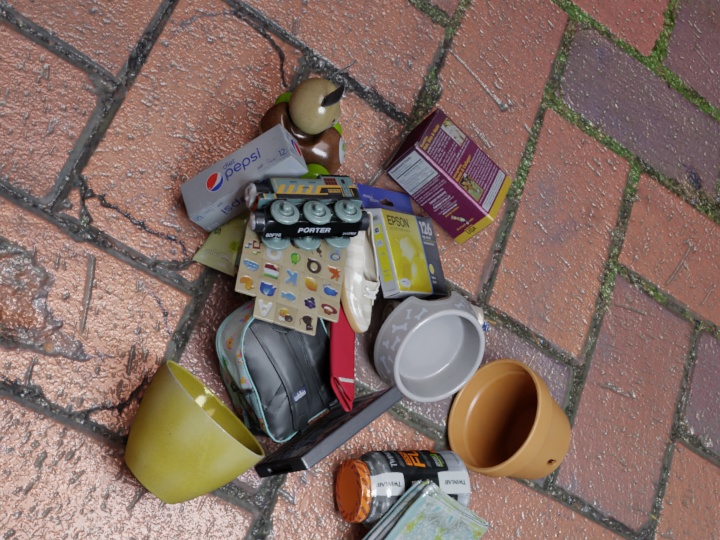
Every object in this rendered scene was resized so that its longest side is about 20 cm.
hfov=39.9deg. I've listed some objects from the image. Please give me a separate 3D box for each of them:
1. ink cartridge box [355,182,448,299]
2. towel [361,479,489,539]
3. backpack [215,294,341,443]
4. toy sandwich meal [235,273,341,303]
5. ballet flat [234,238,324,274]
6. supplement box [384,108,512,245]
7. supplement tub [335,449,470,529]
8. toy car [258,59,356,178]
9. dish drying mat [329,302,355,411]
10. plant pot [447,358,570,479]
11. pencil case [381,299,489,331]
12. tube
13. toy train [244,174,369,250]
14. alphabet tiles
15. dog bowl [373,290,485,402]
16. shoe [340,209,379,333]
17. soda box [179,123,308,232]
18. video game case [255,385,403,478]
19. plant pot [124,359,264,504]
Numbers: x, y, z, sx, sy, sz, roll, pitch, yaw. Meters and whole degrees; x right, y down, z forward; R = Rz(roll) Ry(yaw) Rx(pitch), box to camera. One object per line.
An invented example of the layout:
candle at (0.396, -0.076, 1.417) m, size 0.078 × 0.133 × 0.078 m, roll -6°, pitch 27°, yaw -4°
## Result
ink cartridge box at (0.077, -0.051, 1.721) m, size 0.197 × 0.046 × 0.203 m, roll 4°, pitch 73°, yaw -60°
towel at (0.090, 0.434, 1.552) m, size 0.200 × 0.048 × 0.171 m, roll -48°, pitch 125°, yaw 6°
backpack at (-0.131, 0.137, 1.532) m, size 0.175 × 0.152 × 0.203 m, roll -30°, pitch 115°, yaw -30°
toy sandwich meal at (-0.108, 0.009, 1.639) m, size 0.202 × 0.070 × 0.209 m, roll 9°, pitch 71°, yaw -26°
ballet flat at (-0.103, -0.028, 1.576) m, size 0.197 × 0.076 × 0.068 m, roll -8°, pitch 54°, yaw -25°
supplement box at (0.162, -0.170, 1.806) m, size 0.200 × 0.103 × 0.131 m, roll 43°, pitch 47°, yaw -11°
supplement tub at (0.068, 0.353, 1.602) m, size 0.197 × 0.122 × 0.125 m, roll 4°, pitch 73°, yaw -28°
toy car at (-0.063, -0.256, 1.641) m, size 0.156 × 0.200 × 0.166 m, roll 30°, pitch 41°, yaw -17°
dish drying mat at (-0.028, 0.125, 1.541) m, size 0.201 × 0.018 × 0.077 m, roll -89°, pitch 155°, yaw -55°
plant pot at (0.268, 0.271, 1.708) m, size 0.139 × 0.198 × 0.203 m, roll 32°, pitch 61°, yaw -35°
pencil case at (0.127, 0.096, 1.736) m, size 0.197 × 0.078 × 0.091 m, roll 1°, pitch 60°, yaw -28°
tube at (-0.197, -0.085, 1.631) m, size 0.052 × 0.058 × 0.202 m, roll 44°, pitch 60°, yaw -33°
toy train at (-0.084, -0.094, 1.527) m, size 0.197 × 0.086 × 0.115 m, roll -2°, pitch 49°, yaw -25°
alphabet tiles at (-0.104, -0.001, 1.509) m, size 0.164 × 0.006 × 0.203 m, roll 18°, pitch 54°, yaw -17°
dog bowl at (0.123, 0.133, 1.670) m, size 0.197 × 0.059 × 0.203 m, roll -13°, pitch 122°, yaw -21°
shoe at (0.000, 0.000, 1.611) m, size 0.070 × 0.053 × 0.204 m, roll -3°, pitch 88°, yaw -65°
soda box at (-0.185, -0.145, 1.569) m, size 0.063 × 0.198 × 0.069 m, roll 37°, pitch 26°, yaw -58°
video game case at (-0.050, 0.251, 1.533) m, size 0.199 × 0.180 × 0.026 m, roll -32°, pitch 92°, yaw -32°
plant pot at (-0.257, 0.250, 1.434) m, size 0.200 × 0.200 × 0.142 m, roll 45°, pitch 86°, yaw -9°
